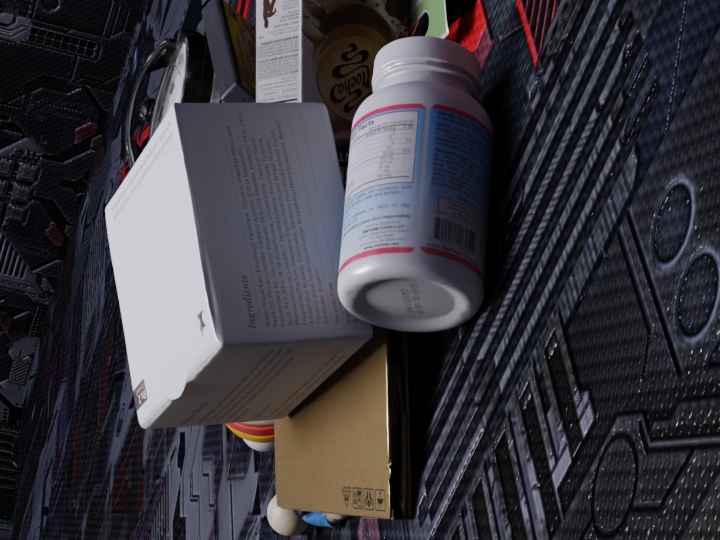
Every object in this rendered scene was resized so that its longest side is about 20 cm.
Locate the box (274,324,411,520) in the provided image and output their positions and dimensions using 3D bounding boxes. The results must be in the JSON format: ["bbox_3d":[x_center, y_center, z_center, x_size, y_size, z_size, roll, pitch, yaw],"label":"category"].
[{"bbox_3d":[-0.018,0.111,1.527,0.200,0.021,0.165,-8,83,62],"label":"box"}]

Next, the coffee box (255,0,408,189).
[{"bbox_3d":[-0.024,-0.157,1.629,0.080,0.112,0.202,-1,89,56],"label":"coffee box"}]

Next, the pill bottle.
[{"bbox_3d":[0.043,-0.065,1.419,0.109,0.108,0.202,130,149,-60],"label":"pill bottle"}]

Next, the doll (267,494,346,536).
[{"bbox_3d":[-0.033,0.149,1.632,0.137,0.048,0.201,-112,35,-45],"label":"doll"}]

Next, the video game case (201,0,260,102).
[{"bbox_3d":[-0.065,-0.151,1.752,0.025,0.180,0.201,-43,28,15],"label":"video game case"}]

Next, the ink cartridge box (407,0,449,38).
[{"bbox_3d":[0.060,-0.269,1.646,0.146,0.047,0.202,138,128,-66],"label":"ink cartridge box"}]

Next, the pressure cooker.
[{"bbox_3d":[-0.146,-0.148,2.004,0.179,0.198,0.177,119,159,-45],"label":"pressure cooker"}]

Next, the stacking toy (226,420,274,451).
[{"bbox_3d":[-0.094,0.111,1.795,0.201,0.144,0.147,98,176,-60],"label":"stacking toy"}]

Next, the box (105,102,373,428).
[{"bbox_3d":[-0.101,-0.001,1.507,0.199,0.130,0.202,136,127,-57],"label":"box"}]
